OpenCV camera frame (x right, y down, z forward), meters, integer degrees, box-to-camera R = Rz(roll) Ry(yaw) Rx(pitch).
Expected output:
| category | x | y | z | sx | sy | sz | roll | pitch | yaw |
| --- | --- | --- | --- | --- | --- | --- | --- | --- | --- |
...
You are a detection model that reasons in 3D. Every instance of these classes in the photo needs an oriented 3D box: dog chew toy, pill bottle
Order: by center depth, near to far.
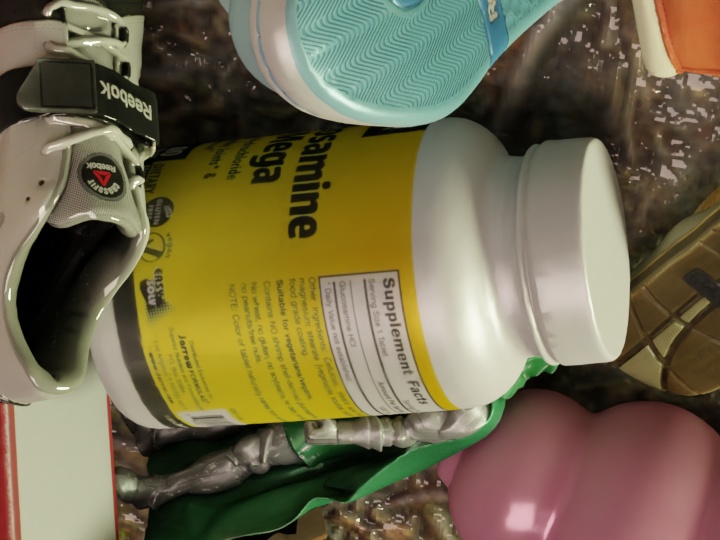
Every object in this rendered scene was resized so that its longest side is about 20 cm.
| category | x | y | z | sx | sy | sz | roll | pitch | yaw |
| --- | --- | --- | --- | --- | --- | --- | --- | --- | --- |
| pill bottle | 0.000 | 0.000 | 0.870 | 0.198 | 0.113 | 0.113 | -5 | 131 | 18 |
| dog chew toy | 0.128 | 0.113 | 0.945 | 0.198 | 0.125 | 0.125 | 23 | 134 | 4 |

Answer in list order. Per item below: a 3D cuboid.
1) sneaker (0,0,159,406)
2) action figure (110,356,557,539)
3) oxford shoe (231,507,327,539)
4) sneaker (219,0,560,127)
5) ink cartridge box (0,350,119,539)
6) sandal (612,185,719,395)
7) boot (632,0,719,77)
| category | x | y | z | sx | sy | sz | roll | pitch | yaw |
| --- | --- | --- | --- | --- | --- | --- | --- | --- | --- |
| sneaker | -0.102 | -0.048 | 0.811 | 0.074 | 0.202 | 0.088 | 8 | -176 | -39 |
| action figure | -0.009 | 0.056 | 0.941 | 0.198 | 0.119 | 0.055 | -18 | 135 | 16 |
| oxford shoe | -0.053 | 0.155 | 0.969 | 0.071 | 0.200 | 0.072 | -20 | 86 | 23 |
| sneaker | -0.016 | -0.096 | 0.734 | 0.129 | 0.200 | 0.080 | 1 | 109 | 30 |
| ink cartridge box | -0.210 | 0.068 | 0.948 | 0.198 | 0.146 | 0.084 | -9 | 171 | 26 |
| sandal | 0.163 | -0.008 | 0.869 | 0.080 | 0.054 | 0.200 | 37 | 145 | -13 |
| boot | 0.125 | -0.140 | 0.740 | 0.106 | 0.075 | 0.201 | 1 | 134 | 20 |
